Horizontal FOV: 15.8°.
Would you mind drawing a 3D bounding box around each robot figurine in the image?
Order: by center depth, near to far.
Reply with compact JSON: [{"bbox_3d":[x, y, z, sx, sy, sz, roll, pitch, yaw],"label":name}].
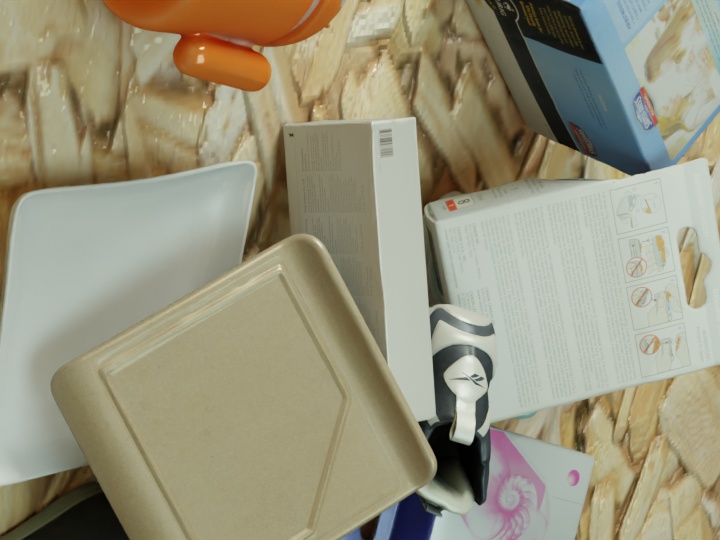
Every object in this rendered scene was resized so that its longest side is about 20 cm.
[{"bbox_3d":[-0.081,-0.195,1.538,0.200,0.144,0.117,3,138,-49],"label":"robot figurine"}]

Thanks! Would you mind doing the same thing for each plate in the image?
[{"bbox_3d":[-0.160,0.028,1.646,0.200,0.032,0.200,-11,120,-45],"label":"plate"}]

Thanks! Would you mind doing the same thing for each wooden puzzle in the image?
[{"bbox_3d":[-0.073,0.100,1.649,0.200,0.037,0.185,-30,95,-19],"label":"wooden puzzle"}]

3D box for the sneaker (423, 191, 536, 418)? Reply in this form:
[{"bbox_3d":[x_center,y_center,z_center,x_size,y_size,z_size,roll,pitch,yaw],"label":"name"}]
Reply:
[{"bbox_3d":[0.098,0.028,1.897,0.074,0.082,0.200,-43,138,-24],"label":"sneaker"}]

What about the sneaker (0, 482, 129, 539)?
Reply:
[{"bbox_3d":[-0.201,0.221,1.652,0.200,0.106,0.075,-41,137,-25],"label":"sneaker"}]

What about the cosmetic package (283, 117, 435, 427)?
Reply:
[{"bbox_3d":[0.000,0.000,1.719,0.051,0.082,0.201,-10,99,-49],"label":"cosmetic package"}]

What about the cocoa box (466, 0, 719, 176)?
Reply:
[{"bbox_3d":[0.173,-0.183,1.818,0.133,0.131,0.200,-49,140,-16],"label":"cocoa box"}]

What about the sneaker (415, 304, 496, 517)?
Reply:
[{"bbox_3d":[0.036,0.129,1.794,0.079,0.130,0.199,20,137,-22],"label":"sneaker"}]

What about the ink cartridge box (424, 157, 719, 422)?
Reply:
[{"bbox_3d":[0.156,0.008,1.841,0.199,0.050,0.163,-14,110,-7],"label":"ink cartridge box"}]

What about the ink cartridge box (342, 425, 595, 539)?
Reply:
[{"bbox_3d":[0.073,0.212,1.943,0.200,0.043,0.197,17,86,-38],"label":"ink cartridge box"}]
